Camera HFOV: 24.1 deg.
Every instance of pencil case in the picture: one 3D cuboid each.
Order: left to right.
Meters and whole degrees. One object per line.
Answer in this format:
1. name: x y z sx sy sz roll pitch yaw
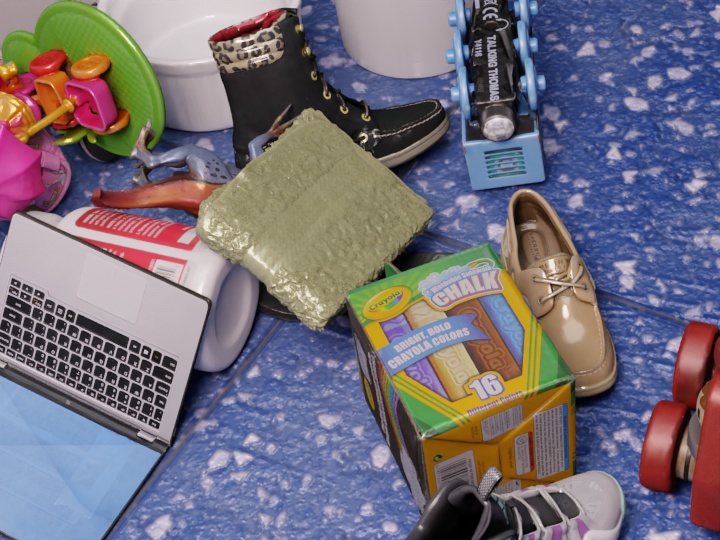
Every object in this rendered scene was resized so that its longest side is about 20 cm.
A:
1. pencil case: -0.336 -0.130 1.572 0.082 0.087 0.201 -13 45 -23

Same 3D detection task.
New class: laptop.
1. laptop: -0.241 0.088 1.300 0.186 0.202 0.116 23 19 16

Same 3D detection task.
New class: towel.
1. towel: -0.034 -0.043 1.368 0.148 0.037 0.200 39 43 3

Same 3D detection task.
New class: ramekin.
1. ramekin: -0.147 -0.225 1.625 0.198 0.098 0.202 -5 45 5

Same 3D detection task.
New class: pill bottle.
1. pill bottle: -0.193 0.010 1.388 0.198 0.113 0.113 12 48 20

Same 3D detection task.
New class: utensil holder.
1. utensil holder: 0.047 -0.311 1.605 0.168 0.201 0.171 -5 45 5

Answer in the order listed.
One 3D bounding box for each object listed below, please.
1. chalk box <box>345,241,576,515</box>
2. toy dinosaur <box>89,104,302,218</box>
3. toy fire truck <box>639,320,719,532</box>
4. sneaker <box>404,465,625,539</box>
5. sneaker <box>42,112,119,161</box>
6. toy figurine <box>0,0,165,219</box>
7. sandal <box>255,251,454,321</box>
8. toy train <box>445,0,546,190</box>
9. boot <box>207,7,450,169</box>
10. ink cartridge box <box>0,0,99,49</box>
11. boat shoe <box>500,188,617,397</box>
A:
1. chalk box: 0.068 0.073 1.274 0.123 0.126 0.201 -18 47 -9
2. toy dinosaur: -0.108 -0.051 1.418 0.180 0.106 0.201 23 42 8
3. toy fire truck: 0.272 0.075 1.207 0.111 0.169 0.201 12 48 21
4. sneaker: 0.104 0.173 1.156 0.199 0.141 0.078 -34 49 -23
5. sneaker: -0.275 -0.162 1.622 0.082 0.072 0.201 -31 43 13
6. toy figurine: -0.295 -0.120 1.416 0.198 0.151 0.184 13 42 37
7. sandal: 0.001 -0.001 1.412 0.198 0.048 0.076 -3 45 7
8. toy train: 0.123 -0.170 1.513 0.086 0.115 0.201 -6 45 7
9. boot: -0.029 -0.160 1.494 0.201 0.155 0.074 -17 22 -5
10. ink cartridge box: -0.291 -0.313 1.744 0.198 0.086 0.147 -16 45 -4
11. boat shoe: 0.153 0.017 1.358 0.070 0.065 0.201 -15 45 -6
